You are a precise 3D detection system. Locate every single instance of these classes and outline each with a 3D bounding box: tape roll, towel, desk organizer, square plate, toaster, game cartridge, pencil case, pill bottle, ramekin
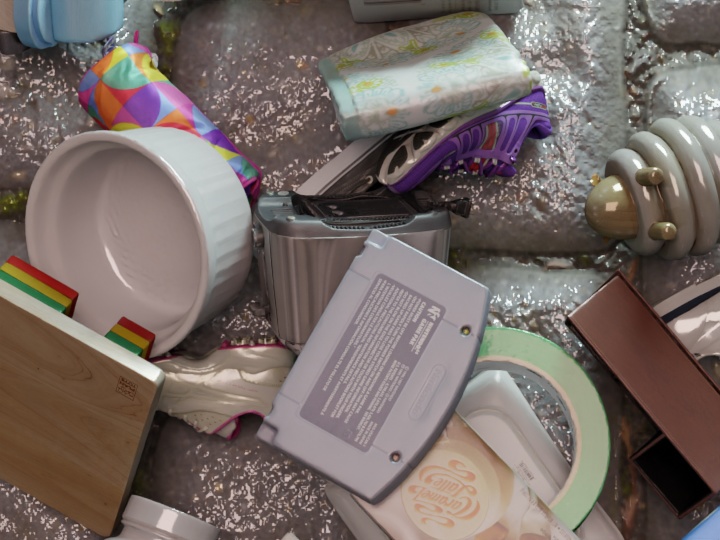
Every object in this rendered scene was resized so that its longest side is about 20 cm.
[{"bbox_3d":[0.117,0.152,1.647,0.198,0.048,0.203,-1,78,3],"label":"tape roll"},{"bbox_3d":[0.053,-0.176,1.690,0.169,0.200,0.049,-17,112,0],"label":"towel"},{"bbox_3d":[0.251,0.108,1.642,0.077,0.072,0.200,-35,81,-34],"label":"desk organizer"},{"bbox_3d":[0.100,0.215,1.672,0.197,0.028,0.201,-35,78,-4],"label":"square plate"},{"bbox_3d":[0.000,0.000,1.661,0.198,0.114,0.131,-4,110,-17],"label":"toaster"},{"bbox_3d":[0.019,0.082,1.550,0.132,0.041,0.201,27,80,17],"label":"game cartridge"},{"bbox_3d":[-0.174,-0.124,1.740,0.088,0.088,0.200,-40,79,-6],"label":"pencil case"},{"bbox_3d":[-0.195,0.302,1.627,0.111,0.112,0.202,20,79,8],"label":"pill bottle"},{"bbox_3d":[-0.189,-0.031,1.667,0.199,0.097,0.203,9,108,30],"label":"ramekin"}]

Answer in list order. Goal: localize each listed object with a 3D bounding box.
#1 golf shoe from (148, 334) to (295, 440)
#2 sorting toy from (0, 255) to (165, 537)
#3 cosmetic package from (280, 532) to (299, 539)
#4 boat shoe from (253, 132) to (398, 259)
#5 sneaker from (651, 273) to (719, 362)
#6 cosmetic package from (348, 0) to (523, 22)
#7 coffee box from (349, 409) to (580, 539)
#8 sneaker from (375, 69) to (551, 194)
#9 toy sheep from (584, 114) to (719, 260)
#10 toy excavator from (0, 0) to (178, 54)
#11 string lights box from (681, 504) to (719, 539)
[{"bbox_3d":[-0.152,0.110,1.691,0.198,0.075,0.093,-6,94,11],"label":"golf shoe"},{"bbox_3d":[-0.268,0.102,1.652,0.199,0.200,0.070,28,39,8],"label":"sorting toy"},{"bbox_3d":[-0.018,0.332,1.624,0.199,0.085,0.108,39,79,12],"label":"cosmetic package"},{"bbox_3d":[-0.012,-0.069,1.725,0.200,0.069,0.057,-43,78,-9],"label":"boat shoe"},{"bbox_3d":[0.348,0.031,1.683,0.199,0.076,0.081,-26,84,5],"label":"sneaker"},{"bbox_3d":[0.064,-0.354,1.734,0.164,0.167,0.202,-3,77,4],"label":"cosmetic package"},{"bbox_3d":[0.101,0.221,1.566,0.114,0.080,0.200,-43,78,-5],"label":"coffee box"},{"bbox_3d":[0.102,-0.112,1.693,0.199,0.080,0.084,-29,100,-31],"label":"sneaker"},{"bbox_3d":[0.290,-0.075,1.675,0.198,0.138,0.139,-14,76,-11],"label":"toy sheep"},{"bbox_3d":[-0.229,-0.263,1.753,0.198,0.101,0.195,16,36,17],"label":"toy excavator"},{"bbox_3d":[0.300,0.245,1.614,0.200,0.103,0.059,-41,77,-6],"label":"string lights box"}]
